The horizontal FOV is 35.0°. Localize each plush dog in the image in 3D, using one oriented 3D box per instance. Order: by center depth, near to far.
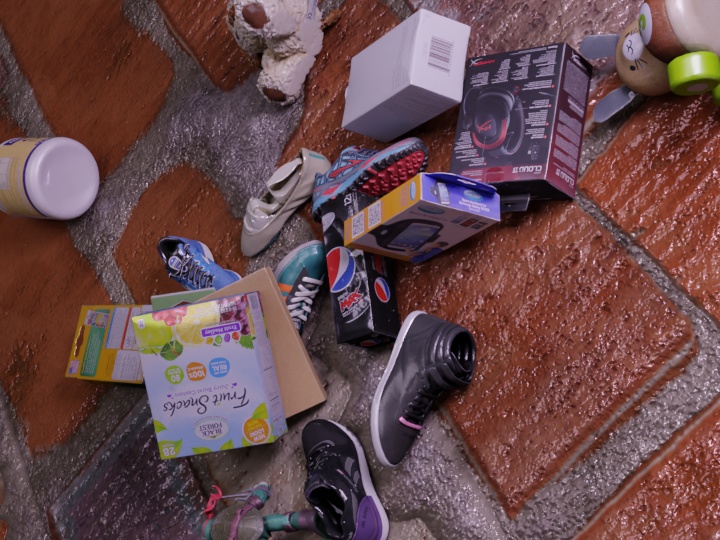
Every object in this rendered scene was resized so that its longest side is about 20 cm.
[{"bbox_3d":[-0.140,-0.381,1.759,0.172,0.200,0.160,28,59,34],"label":"plush dog"}]

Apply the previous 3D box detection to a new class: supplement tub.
[{"bbox_3d":[-0.580,-0.166,2.050,0.200,0.145,0.146,6,77,42],"label":"supplement tub"}]

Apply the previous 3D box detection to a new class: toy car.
[{"bbox_3d":[0.331,-0.253,1.303,0.200,0.158,0.165,-20,71,47],"label":"toy car"}]

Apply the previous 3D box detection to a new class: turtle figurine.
[{"bbox_3d":[-0.139,0.350,1.501,0.200,0.101,0.150,-1,73,35],"label":"turtle figurine"}]

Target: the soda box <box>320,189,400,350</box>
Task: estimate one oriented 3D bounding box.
[{"bbox_3d":[0.000,0.000,1.518,0.063,0.071,0.200,-20,67,32],"label":"soda box"}]

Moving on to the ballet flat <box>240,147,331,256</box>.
[{"bbox_3d":[-0.127,-0.103,1.687,0.200,0.069,0.070,-46,49,18],"label":"ballet flat"}]

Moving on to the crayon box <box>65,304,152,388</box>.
[{"bbox_3d":[-0.380,0.120,1.828,0.200,0.052,0.126,-1,73,40],"label":"crayon box"}]

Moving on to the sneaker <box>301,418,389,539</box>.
[{"bbox_3d":[-0.036,0.261,1.447,0.076,0.087,0.200,-47,49,17],"label":"sneaker"}]

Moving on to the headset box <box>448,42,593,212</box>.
[{"bbox_3d":[0.196,-0.170,1.424,0.148,0.075,0.200,-2,72,41],"label":"headset box"}]

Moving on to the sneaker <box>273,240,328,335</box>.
[{"bbox_3d":[-0.095,0.050,1.599,0.200,0.071,0.080,-52,48,23],"label":"sneaker"}]

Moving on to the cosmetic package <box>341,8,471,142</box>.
[{"bbox_3d":[0.057,-0.256,1.532,0.200,0.081,0.113,-18,59,62],"label":"cosmetic package"}]

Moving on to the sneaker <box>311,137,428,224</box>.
[{"bbox_3d":[0.004,-0.143,1.580,0.200,0.079,0.096,-28,55,30],"label":"sneaker"}]

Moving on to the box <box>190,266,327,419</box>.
[{"bbox_3d":[-0.155,0.118,1.567,0.163,0.021,0.200,-26,86,16],"label":"box"}]

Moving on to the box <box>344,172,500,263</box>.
[{"bbox_3d":[0.080,-0.064,1.415,0.200,0.119,0.042,-27,56,54],"label":"box"}]

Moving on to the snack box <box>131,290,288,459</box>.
[{"bbox_3d":[-0.201,0.141,1.536,0.168,0.068,0.200,-12,92,16],"label":"snack box"}]

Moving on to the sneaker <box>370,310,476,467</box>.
[{"bbox_3d":[0.079,0.147,1.402,0.099,0.071,0.200,3,71,47],"label":"sneaker"}]

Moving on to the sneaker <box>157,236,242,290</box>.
[{"bbox_3d":[-0.250,0.009,1.733,0.200,0.089,0.079,37,100,43],"label":"sneaker"}]

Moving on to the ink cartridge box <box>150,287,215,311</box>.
[{"bbox_3d":[-0.228,0.128,1.649,0.145,0.048,0.200,-8,89,39],"label":"ink cartridge box"}]
